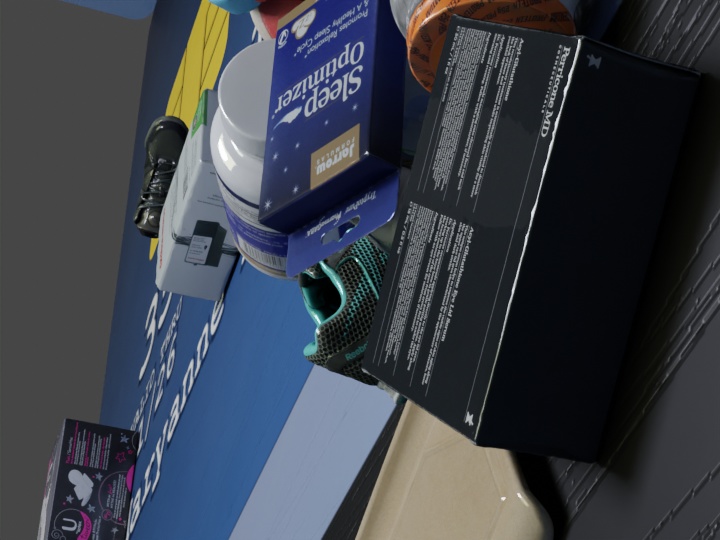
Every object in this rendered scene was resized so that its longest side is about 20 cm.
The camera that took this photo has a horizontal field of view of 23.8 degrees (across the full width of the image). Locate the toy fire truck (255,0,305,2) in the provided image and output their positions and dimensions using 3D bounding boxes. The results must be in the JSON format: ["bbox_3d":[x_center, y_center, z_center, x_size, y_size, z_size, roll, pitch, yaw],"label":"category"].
[{"bbox_3d":[-0.051,-0.293,1.249,0.201,0.112,0.168,-59,35,6],"label":"toy fire truck"}]

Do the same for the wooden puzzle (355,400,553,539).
[{"bbox_3d":[0.053,0.158,0.988,0.200,0.037,0.186,-113,38,-60],"label":"wooden puzzle"}]

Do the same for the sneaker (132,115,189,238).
[{"bbox_3d":[-0.294,-0.128,2.555,0.115,0.075,0.201,-98,22,-52],"label":"sneaker"}]

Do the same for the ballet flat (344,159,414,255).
[{"bbox_3d":[0.008,-0.053,1.156,0.200,0.071,0.070,28,98,57],"label":"ballet flat"}]

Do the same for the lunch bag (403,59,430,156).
[{"bbox_3d":[0.048,-0.187,1.232,0.161,0.075,0.201,-97,25,-59],"label":"lunch bag"}]

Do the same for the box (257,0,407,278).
[{"bbox_3d":[-0.017,-0.106,1.131,0.121,0.032,0.202,-28,50,45],"label":"box"}]

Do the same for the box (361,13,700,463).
[{"bbox_3d":[0.083,-0.021,0.882,0.141,0.078,0.202,30,107,65],"label":"box"}]

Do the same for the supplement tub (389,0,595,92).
[{"bbox_3d":[0.079,-0.203,1.016,0.123,0.121,0.202,122,156,-53],"label":"supplement tub"}]

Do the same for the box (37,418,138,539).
[{"bbox_3d":[-0.399,0.336,2.463,0.132,0.114,0.202,122,157,-53],"label":"box"}]

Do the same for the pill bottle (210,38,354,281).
[{"bbox_3d":[-0.055,-0.087,1.330,0.200,0.118,0.121,85,-170,-63],"label":"pill bottle"}]

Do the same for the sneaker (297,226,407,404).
[{"bbox_3d":[0.000,0.000,1.213,0.201,0.090,0.078,-92,21,-47],"label":"sneaker"}]

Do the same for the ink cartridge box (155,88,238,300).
[{"bbox_3d":[-0.176,-0.086,2.016,0.147,0.082,0.201,-94,22,-49],"label":"ink cartridge box"}]

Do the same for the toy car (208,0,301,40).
[{"bbox_3d":[0.010,-0.260,1.350,0.199,0.183,0.179,-2,73,46],"label":"toy car"}]
